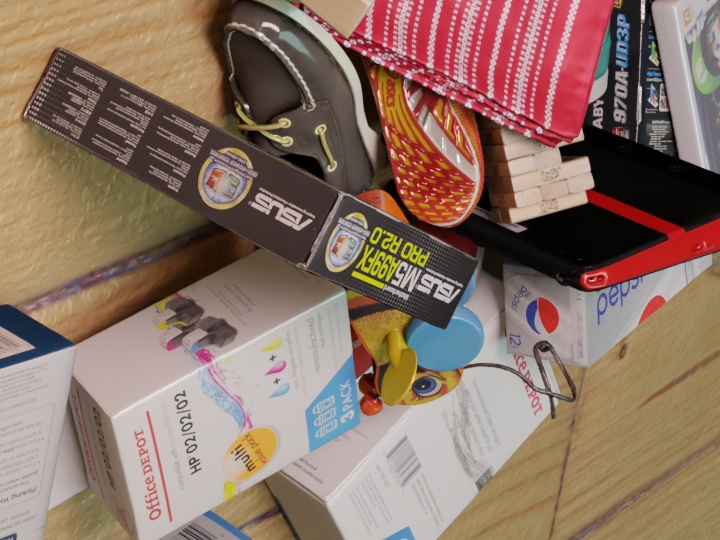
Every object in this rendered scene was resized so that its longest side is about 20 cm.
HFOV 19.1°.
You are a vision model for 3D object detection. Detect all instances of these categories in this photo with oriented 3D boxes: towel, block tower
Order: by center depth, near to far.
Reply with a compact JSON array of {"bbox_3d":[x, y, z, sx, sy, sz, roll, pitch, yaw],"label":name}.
[{"bbox_3d":[0.064,-0.172,1.249,0.200,0.022,0.145,24,76,-26],"label":"towel"},{"bbox_3d":[0.094,-0.132,1.315,0.058,0.054,0.200,-16,97,-14],"label":"block tower"}]

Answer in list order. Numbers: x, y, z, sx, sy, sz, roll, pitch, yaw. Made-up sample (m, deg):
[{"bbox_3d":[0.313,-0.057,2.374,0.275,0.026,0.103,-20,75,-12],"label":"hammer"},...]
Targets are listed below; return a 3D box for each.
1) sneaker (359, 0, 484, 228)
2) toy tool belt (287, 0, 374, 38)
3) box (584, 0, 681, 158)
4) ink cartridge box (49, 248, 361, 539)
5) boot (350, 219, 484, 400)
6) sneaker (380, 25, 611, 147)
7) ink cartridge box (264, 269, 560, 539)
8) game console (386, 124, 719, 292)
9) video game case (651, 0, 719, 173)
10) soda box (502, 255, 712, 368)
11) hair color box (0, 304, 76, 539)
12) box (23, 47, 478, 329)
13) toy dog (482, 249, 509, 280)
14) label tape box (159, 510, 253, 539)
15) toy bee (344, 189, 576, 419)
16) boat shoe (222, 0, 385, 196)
[{"bbox_3d":[0.032,-0.125,1.294,0.077,0.073,0.200,-43,127,-83],"label":"sneaker"},{"bbox_3d":[-0.022,-0.232,1.105,0.125,0.123,0.200,-14,125,-51],"label":"toy tool belt"},{"bbox_3d":[0.233,-0.157,1.573,0.200,0.046,0.159,-7,100,-55],"label":"box"},{"bbox_3d":[-0.102,0.080,1.237,0.200,0.068,0.115,-28,136,-22],"label":"ink cartridge box"},{"bbox_3d":[0.000,0.000,1.373,0.200,0.072,0.144,-43,143,-23],"label":"boot"},{"bbox_3d":[0.094,-0.150,1.381,0.200,0.084,0.121,-26,131,-40],"label":"sneaker"},{"bbox_3d":[0.034,0.105,1.475,0.200,0.084,0.145,-46,144,-17],"label":"ink cartridge box"},{"bbox_3d":[0.142,-0.042,1.398,0.177,0.200,0.031,-21,120,-33],"label":"game console"},{"bbox_3d":[0.277,-0.145,1.577,0.182,0.023,0.200,-45,130,-43],"label":"video game case"},{"bbox_3d":[0.173,-0.004,1.465,0.200,0.063,0.068,-32,124,-51],"label":"soda box"},{"bbox_3d":[-0.221,0.126,1.148,0.100,0.061,0.200,-17,126,-50],"label":"hair color box"},{"bbox_3d":[-0.056,-0.042,1.127,0.160,0.200,0.044,23,94,-60],"label":"box"},{"bbox_3d":[0.156,-0.016,1.562,0.200,0.096,0.132,-60,149,-3],"label":"toy dog"},{"bbox_3d":[-0.134,0.269,1.387,0.143,0.066,0.200,-36,143,-36],"label":"label tape box"},{"bbox_3d":[0.029,0.046,1.294,0.109,0.200,0.131,-31,-164,21],"label":"toy bee"},{"bbox_3d":[-0.038,-0.089,1.241,0.061,0.072,0.201,-58,152,-16],"label":"boat shoe"}]
